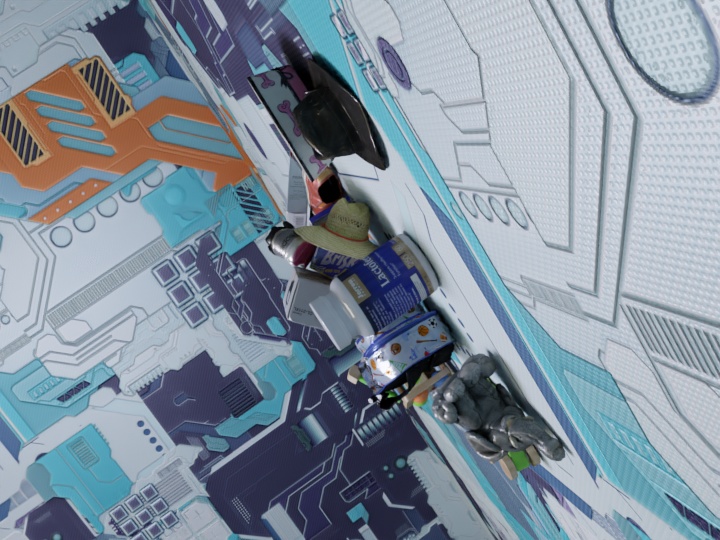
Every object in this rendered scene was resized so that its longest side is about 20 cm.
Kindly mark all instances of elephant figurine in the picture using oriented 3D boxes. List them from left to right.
[{"bbox_3d":[0.219,0.247,1.399,0.200,0.142,0.155,40,-158,2],"label":"elephant figurine"}]

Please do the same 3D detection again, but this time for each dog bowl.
[{"bbox_3d":[-0.104,-0.249,1.417,0.201,0.074,0.200,58,179,1],"label":"dog bowl"}]

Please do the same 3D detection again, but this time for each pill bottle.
[{"bbox_3d":[0.021,0.038,1.430,0.116,0.199,0.116,54,173,10],"label":"pill bottle"}]

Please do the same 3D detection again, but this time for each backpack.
[{"bbox_3d":[0.088,0.144,1.616,0.155,0.199,0.190,54,161,3],"label":"backpack"}]

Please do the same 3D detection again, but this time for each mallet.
[{"bbox_3d":[0.144,0.148,1.812,0.200,0.041,0.066,52,172,-1],"label":"mallet"}]

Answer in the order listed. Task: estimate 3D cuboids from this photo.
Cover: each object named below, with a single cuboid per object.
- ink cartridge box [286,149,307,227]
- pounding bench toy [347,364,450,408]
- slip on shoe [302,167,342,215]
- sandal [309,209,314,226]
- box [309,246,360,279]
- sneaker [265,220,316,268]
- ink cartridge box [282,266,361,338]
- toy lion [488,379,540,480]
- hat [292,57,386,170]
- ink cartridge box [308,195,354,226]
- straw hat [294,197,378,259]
[{"bbox_3d":[-0.132,-0.178,1.850,0.160,0.047,0.202,101,173,-68],"label":"ink cartridge box"},{"bbox_3d":[0.088,0.236,1.906,0.156,0.199,0.124,55,173,14],"label":"pounding bench toy"},{"bbox_3d":[-0.067,-0.150,1.737,0.061,0.074,0.200,43,165,27],"label":"slip on shoe"},{"bbox_3d":[-0.079,-0.151,1.884,0.212,0.069,0.078,-104,19,-51],"label":"sandal"},{"bbox_3d":[0.000,0.000,1.607,0.199,0.071,0.064,25,-171,38],"label":"box"},{"bbox_3d":[-0.131,-0.055,1.672,0.087,0.074,0.200,34,-173,7],"label":"sneaker"},{"bbox_3d":[-0.067,0.058,1.656,0.145,0.083,0.200,16,-176,-9],"label":"ink cartridge box"},{"bbox_3d":[0.249,0.278,1.597,0.193,0.068,0.200,63,173,-4],"label":"toy lion"},{"bbox_3d":[-0.049,-0.209,1.253,0.201,0.081,0.201,55,172,11],"label":"hat"},{"bbox_3d":[-0.053,-0.097,1.757,0.037,0.094,0.200,58,174,15],"label":"ink cartridge box"},{"bbox_3d":[-0.022,-0.087,1.590,0.200,0.086,0.201,16,-168,-3],"label":"straw hat"}]
